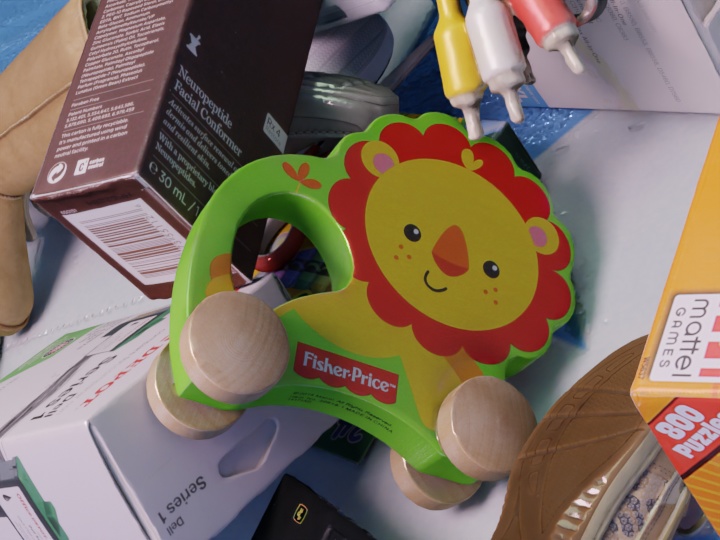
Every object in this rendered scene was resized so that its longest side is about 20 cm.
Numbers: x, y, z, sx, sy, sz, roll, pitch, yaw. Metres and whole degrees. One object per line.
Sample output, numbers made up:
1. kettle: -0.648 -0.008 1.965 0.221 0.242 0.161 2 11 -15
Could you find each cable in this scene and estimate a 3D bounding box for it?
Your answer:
1. cable: 0.052 -0.172 0.668 0.097 0.202 0.050 -29 -3 28

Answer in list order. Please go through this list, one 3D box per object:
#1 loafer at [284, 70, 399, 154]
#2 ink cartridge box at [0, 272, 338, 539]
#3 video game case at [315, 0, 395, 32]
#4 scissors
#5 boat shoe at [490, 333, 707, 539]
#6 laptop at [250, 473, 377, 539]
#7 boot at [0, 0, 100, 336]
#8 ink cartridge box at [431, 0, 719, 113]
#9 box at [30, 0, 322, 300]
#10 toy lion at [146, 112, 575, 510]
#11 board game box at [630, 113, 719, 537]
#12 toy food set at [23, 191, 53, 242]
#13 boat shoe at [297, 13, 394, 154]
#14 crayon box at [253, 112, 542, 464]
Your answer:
1. loafer: -0.066 -0.082 0.794 0.198 0.071 0.070 4 9 32
2. ink cartridge box: -0.128 0.085 0.694 0.199 0.085 0.146 -17 17 43
3. video game case: 0.031 -0.226 0.801 0.201 0.022 0.182 -54 20 -11
4. scissors: -0.023 -0.076 0.804 0.073 0.014 0.201 8 59 49
5. boat shoe: 0.097 0.113 0.560 0.201 0.063 0.073 -54 21 -23
6. laptop: -0.051 0.184 0.533 0.199 0.103 0.179 26 87 52
7. boot: -0.221 -0.069 0.925 0.199 0.177 0.066 -27 -5 31
8. ink cartridge box: 0.154 -0.175 0.740 0.199 0.125 0.129 12 60 47
9. box: -0.087 -0.097 0.691 0.074 0.100 0.202 -9 55 30
10. toy lion: 0.012 0.003 0.640 0.069 0.198 0.194 135 148 -54
11. board game box: 0.234 0.015 0.412 0.198 0.200 0.201 -3 49 39
12. toy food set: -0.232 -0.107 1.080 0.143 0.061 0.200 13 53 48
13. boat shoe: -0.046 -0.079 0.862 0.200 0.071 0.072 -48 50 -2
14. crayon box: 0.000 0.000 0.759 0.125 0.052 0.201 11 61 47
